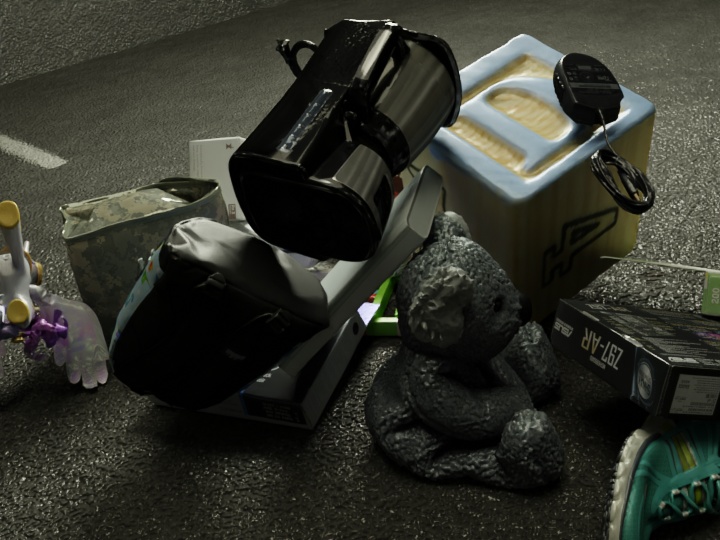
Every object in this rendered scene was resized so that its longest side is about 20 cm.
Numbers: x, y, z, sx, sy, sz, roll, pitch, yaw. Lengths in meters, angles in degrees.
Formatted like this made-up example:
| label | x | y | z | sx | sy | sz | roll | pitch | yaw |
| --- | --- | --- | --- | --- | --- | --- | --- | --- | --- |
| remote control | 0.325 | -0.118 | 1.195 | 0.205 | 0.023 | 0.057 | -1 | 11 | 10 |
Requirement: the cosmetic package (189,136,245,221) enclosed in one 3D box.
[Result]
| label | x | y | z | sx | sy | sz | roll | pitch | yaw |
| --- | --- | --- | --- | --- | --- | --- | --- | --- | --- |
| cosmetic package | -0.164 | -0.126 | 1.184 | 0.080 | 0.114 | 0.200 | 0 | 2 | 19 |

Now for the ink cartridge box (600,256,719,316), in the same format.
| label | x | y | z | sx | sy | sz | roll | pitch | yaw |
| --- | --- | --- | --- | --- | --- | --- | --- | --- | --- |
| ink cartridge box | 0.352 | 0.018 | 0.822 | 0.199 | 0.048 | 0.145 | 5 | 2 | 29 |

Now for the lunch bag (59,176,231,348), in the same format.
| label | x | y | z | sx | sy | sz | roll | pitch | yaw |
| --- | --- | --- | --- | --- | --- | --- | --- | --- | --- |
| lunch bag | -0.248 | -0.016 | 1.013 | 0.198 | 0.165 | 0.118 | -16 | 31 | -14 |

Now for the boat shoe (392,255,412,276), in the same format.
| label | x | y | z | sx | sy | sz | roll | pitch | yaw |
| --- | --- | --- | --- | --- | --- | --- | --- | --- | --- |
| boat shoe | -0.009 | -0.070 | 1.045 | 0.072 | 0.069 | 0.200 | -24 | 49 | -24 |

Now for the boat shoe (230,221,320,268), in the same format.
| label | x | y | z | sx | sy | sz | roll | pitch | yaw |
| --- | --- | --- | --- | --- | --- | --- | --- | --- | --- |
| boat shoe | -0.118 | -0.027 | 1.114 | 0.199 | 0.073 | 0.071 | 8 | 7 | 38 |

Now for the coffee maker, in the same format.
| label | x | y | z | sx | sy | sz | roll | pitch | yaw |
| --- | --- | --- | --- | --- | --- | --- | --- | --- | --- |
| coffee maker | -0.028 | -0.117 | 0.743 | 0.191 | 0.135 | 0.201 | 1 | 47 | 41 |

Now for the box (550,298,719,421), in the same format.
| label | x | y | z | sx | sy | sz | roll | pitch | yaw |
| --- | --- | --- | --- | --- | --- | --- | --- | --- | --- |
| box | 0.287 | 0.076 | 0.698 | 0.198 | 0.044 | 0.160 | 6 | 14 | -20 |

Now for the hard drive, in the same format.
| label | x | y | z | sx | sy | sz | roll | pitch | yaw |
| --- | --- | --- | --- | --- | --- | --- | --- | --- | --- |
| hard drive | 0.000 | 0.000 | 0.784 | 0.026 | 0.200 | 0.132 | 37 | 30 | -9 |

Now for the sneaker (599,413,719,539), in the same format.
| label | x | y | z | sx | sy | sz | roll | pitch | yaw |
| --- | --- | --- | --- | --- | --- | --- | --- | --- | --- |
| sneaker | 0.241 | 0.157 | 0.629 | 0.079 | 0.078 | 0.200 | 23 | 40 | 33 |

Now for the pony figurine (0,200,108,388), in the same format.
| label | x | y | z | sx | sy | sz | roll | pitch | yaw |
| --- | --- | --- | --- | --- | --- | --- | --- | --- | --- |
| pony figurine | -0.369 | 0.040 | 0.890 | 0.165 | 0.195 | 0.200 | -9 | -12 | -12 |

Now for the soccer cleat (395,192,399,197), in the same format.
| label | x | y | z | sx | sy | sz | roll | pitch | yaw |
| --- | --- | --- | --- | --- | --- | --- | --- | --- | --- |
| soccer cleat | -0.009 | -0.113 | 1.167 | 0.076 | 0.067 | 0.199 | -10 | 23 | -38 |

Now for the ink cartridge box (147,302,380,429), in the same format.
| label | x | y | z | sx | sy | sz | roll | pitch | yaw |
| --- | --- | --- | --- | --- | --- | --- | --- | --- | --- |
| ink cartridge box | -0.103 | 0.076 | 0.898 | 0.197 | 0.044 | 0.200 | 3 | 37 | 24 |

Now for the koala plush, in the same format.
| label | x | y | z | sx | sy | sz | roll | pitch | yaw |
| --- | --- | --- | --- | --- | --- | --- | --- | --- | --- |
| koala plush | 0.081 | 0.061 | 0.719 | 0.182 | 0.201 | 0.178 | -3 | 28 | 13 |

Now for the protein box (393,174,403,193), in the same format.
| label | x | y | z | sx | sy | sz | roll | pitch | yaw |
| --- | --- | --- | --- | --- | --- | --- | --- | --- | --- |
| protein box | 0.128 | -0.179 | 1.155 | 0.198 | 0.136 | 0.199 | 18 | 23 | -15 |

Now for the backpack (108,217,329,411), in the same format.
| label | x | y | z | sx | sy | sz | roll | pitch | yaw |
| --- | --- | --- | --- | --- | --- | --- | --- | --- | --- |
| backpack | -0.147 | 0.048 | 0.766 | 0.162 | 0.200 | 0.154 | 25 | 29 | -23 |

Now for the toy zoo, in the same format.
| label | x | y | z | sx | sy | sz | roll | pitch | yaw |
| --- | --- | --- | --- | --- | --- | --- | --- | --- | --- |
| toy zoo | -0.029 | 0.036 | 1.001 | 0.198 | 0.021 | 0.131 | -2 | 28 | 16 |

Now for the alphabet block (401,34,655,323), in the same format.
| label | x | y | z | sx | sy | sz | roll | pitch | yaw |
| --- | --- | --- | --- | --- | --- | --- | --- | --- | --- |
| alphabet block | 0.171 | -0.092 | 0.880 | 0.196 | 0.201 | 0.195 | -32 | 52 | -18 |

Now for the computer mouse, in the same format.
| label | x | y | z | sx | sy | sz | roll | pitch | yaw |
| --- | --- | --- | --- | --- | --- | --- | --- | --- | --- |
| computer mouse | 0.218 | -0.125 | 0.750 | 0.058 | 0.034 | 0.201 | 2 | 52 | -11 |
